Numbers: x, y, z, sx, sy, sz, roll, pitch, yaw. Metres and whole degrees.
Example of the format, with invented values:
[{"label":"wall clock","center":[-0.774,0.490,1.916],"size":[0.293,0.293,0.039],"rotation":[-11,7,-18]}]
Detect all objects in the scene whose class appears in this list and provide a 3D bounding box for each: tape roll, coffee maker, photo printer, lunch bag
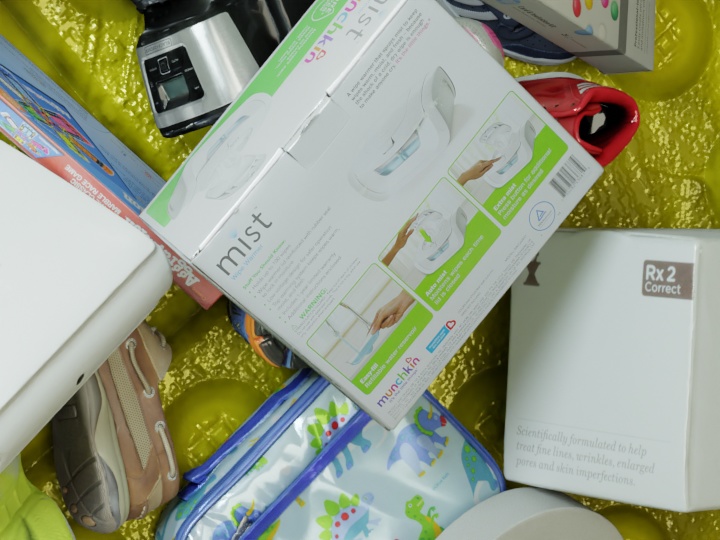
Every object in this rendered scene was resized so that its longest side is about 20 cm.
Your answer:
[{"label":"tape roll","center":[0.094,0.237,1.428],"size":[0.202,0.037,0.204],"rotation":[-19,121,-35]},{"label":"coffee maker","center":[-0.077,-0.204,1.341],"size":[0.191,0.135,0.201],"rotation":[-29,102,-18]},{"label":"photo printer","center":[-0.229,0.026,1.246],"size":[0.166,0.070,0.200],"rotation":[32,61,18]},{"label":"lunch bag","center":[-0.021,0.154,1.405],"size":[0.200,0.082,0.161],"rotation":[-44,103,-15]}]

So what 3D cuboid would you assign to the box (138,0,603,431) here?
[{"label":"box","center":[0.007,-0.044,1.281],"size":[0.176,0.097,0.200],"rotation":[40,88,-30]}]

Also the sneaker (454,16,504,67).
[{"label":"sneaker","center":[0.000,-0.085,1.358],"size":[0.200,0.088,0.082],"rotation":[-37,78,8]}]

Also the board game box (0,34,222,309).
[{"label":"board game box","center":[-0.159,-0.063,1.334],"size":[0.200,0.103,0.019],"rotation":[42,102,-16]}]

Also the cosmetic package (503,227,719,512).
[{"label":"cosmetic package","center":[0.217,0.057,1.416],"size":[0.199,0.164,0.166],"rotation":[0,93,-39]}]

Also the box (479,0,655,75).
[{"label":"box","center":[0.132,-0.221,1.395],"size":[0.200,0.041,0.157],"rotation":[18,72,-58]}]

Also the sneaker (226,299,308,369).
[{"label":"sneaker","center":[0.000,0.000,1.409],"size":[0.199,0.078,0.076],"rotation":[-17,110,-31]}]

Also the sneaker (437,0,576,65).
[{"label":"sneaker","center":[0.082,-0.199,1.413],"size":[0.200,0.108,0.070],"rotation":[36,81,-18]}]

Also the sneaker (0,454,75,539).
[{"label":"sneaker","center":[-0.239,0.131,1.325],"size":[0.075,0.105,0.201],"rotation":[-4,59,-40]}]

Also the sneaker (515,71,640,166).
[{"label":"sneaker","center":[0.084,-0.092,1.414],"size":[0.199,0.115,0.079],"rotation":[-17,98,-19]}]

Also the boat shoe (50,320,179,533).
[{"label":"boat shoe","center":[-0.155,0.056,1.360],"size":[0.071,0.076,0.201],"rotation":[-12,96,-33]}]
